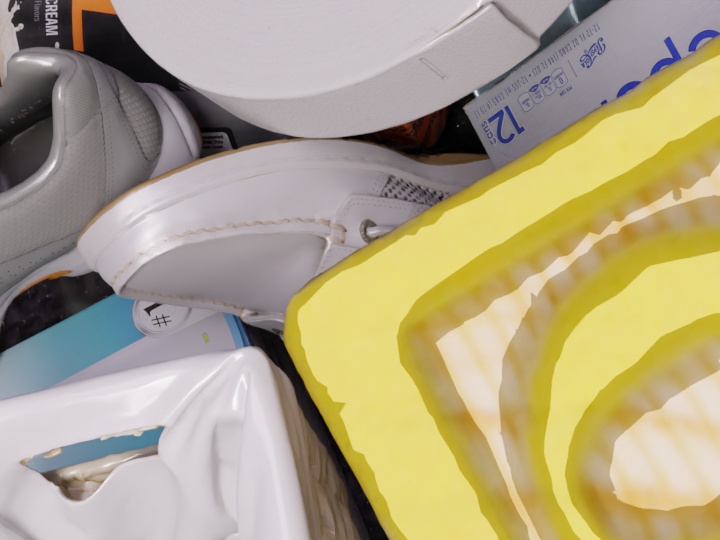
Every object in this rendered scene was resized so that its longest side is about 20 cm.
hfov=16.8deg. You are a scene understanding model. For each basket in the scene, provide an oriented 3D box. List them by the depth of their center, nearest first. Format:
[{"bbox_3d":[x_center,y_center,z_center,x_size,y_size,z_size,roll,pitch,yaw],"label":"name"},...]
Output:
[{"bbox_3d":[-0.058,0.143,0.717,0.135,0.123,0.201,-14,68,10],"label":"basket"}]

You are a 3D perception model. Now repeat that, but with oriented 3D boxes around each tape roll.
[{"bbox_3d":[0.001,-0.142,0.792,0.202,0.037,0.204,-13,65,29],"label":"tape roll"}]

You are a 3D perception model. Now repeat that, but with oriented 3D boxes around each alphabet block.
[{"bbox_3d":[0.116,0.065,0.730,0.195,0.200,0.197,-32,71,3],"label":"alphabet block"}]

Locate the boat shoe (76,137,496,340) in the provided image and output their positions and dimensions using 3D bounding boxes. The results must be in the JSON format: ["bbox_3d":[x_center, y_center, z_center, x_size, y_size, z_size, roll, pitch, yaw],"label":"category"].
[{"bbox_3d":[0.000,0.000,0.827,0.071,0.199,0.070,-39,62,48],"label":"boat shoe"}]

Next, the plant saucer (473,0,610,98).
[{"bbox_3d":[0.125,-0.109,0.865,0.200,0.039,0.202,9,110,25],"label":"plant saucer"}]

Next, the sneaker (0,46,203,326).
[{"bbox_3d":[-0.152,-0.006,0.821,0.200,0.092,0.076,-43,60,6],"label":"sneaker"}]

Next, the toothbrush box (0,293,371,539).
[{"bbox_3d":[-0.103,0.107,0.860,0.199,0.085,0.147,-27,62,7],"label":"toothbrush box"}]

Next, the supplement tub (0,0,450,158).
[{"bbox_3d":[-0.071,-0.090,0.911,0.199,0.123,0.123,-1,68,16],"label":"supplement tub"}]

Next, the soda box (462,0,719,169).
[{"bbox_3d":[0.134,-0.078,0.805,0.200,0.063,0.069,-36,75,31],"label":"soda box"}]
